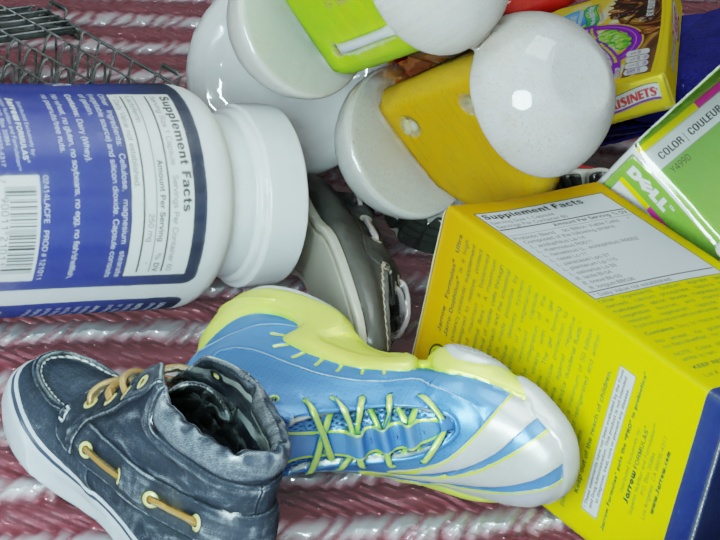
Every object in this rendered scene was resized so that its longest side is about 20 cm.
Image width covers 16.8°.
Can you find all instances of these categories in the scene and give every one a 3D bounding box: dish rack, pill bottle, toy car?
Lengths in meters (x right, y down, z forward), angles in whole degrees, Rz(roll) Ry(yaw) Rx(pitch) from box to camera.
[{"bbox_3d":[-0.191,-0.102,1.410,0.153,0.055,0.200,-12,32,-43],"label":"dish rack"},{"bbox_3d":[-0.133,-0.036,1.225,0.199,0.116,0.116,-2,29,-29],"label":"pill bottle"},{"bbox_3d":[-0.024,-0.121,1.421,0.116,0.117,0.200,16,12,8],"label":"pill bottle"},{"bbox_3d":[0.045,-0.131,1.247,0.175,0.200,0.150,-15,34,52],"label":"toy car"}]

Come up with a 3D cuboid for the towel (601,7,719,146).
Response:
[{"bbox_3d":[0.174,-0.115,1.502,0.199,0.050,0.148,-4,23,36],"label":"towel"}]

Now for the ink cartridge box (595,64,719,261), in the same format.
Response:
[{"bbox_3d":[0.205,-0.071,1.247,0.148,0.200,0.076,-38,84,-34],"label":"ink cartridge box"}]

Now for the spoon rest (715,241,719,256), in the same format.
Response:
[{"bbox_3d":[0.257,0.033,1.219,0.200,0.061,0.099,44,-5,-34],"label":"spoon rest"}]

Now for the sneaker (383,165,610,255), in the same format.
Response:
[{"bbox_3d":[0.112,-0.039,1.390,0.199,0.078,0.085,16,20,7],"label":"sneaker"}]

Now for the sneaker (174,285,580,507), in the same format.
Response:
[{"bbox_3d":[-0.003,0.077,1.118,0.199,0.076,0.105,19,37,30],"label":"sneaker"}]

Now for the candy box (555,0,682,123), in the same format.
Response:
[{"bbox_3d":[0.137,-0.124,1.442,0.102,0.027,0.200,-16,18,14],"label":"candy box"}]

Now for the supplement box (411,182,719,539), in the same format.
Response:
[{"bbox_3d":[0.130,0.053,1.164,0.108,0.110,0.200,-9,33,-38],"label":"supplement box"}]

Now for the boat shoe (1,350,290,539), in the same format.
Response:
[{"bbox_3d":[-0.090,0.066,1.061,0.070,0.091,0.200,-7,31,-35],"label":"boat shoe"}]

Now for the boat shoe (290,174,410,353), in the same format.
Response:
[{"bbox_3d":[0.000,0.000,1.267,0.057,0.067,0.200,0,24,-13],"label":"boat shoe"}]
